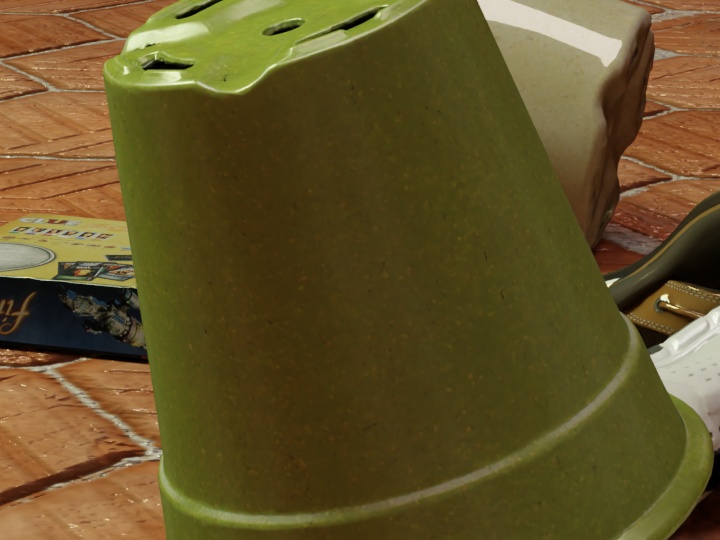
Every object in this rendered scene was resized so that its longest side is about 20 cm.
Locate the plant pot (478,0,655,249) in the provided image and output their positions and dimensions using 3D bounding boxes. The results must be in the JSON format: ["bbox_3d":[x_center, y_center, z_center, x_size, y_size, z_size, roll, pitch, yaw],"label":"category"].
[{"bbox_3d":[0.055,-0.097,1.605,0.182,0.202,0.200,15,15,12],"label":"plant pot"}]

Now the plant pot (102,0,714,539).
[{"bbox_3d":[0.000,0.000,0.994,0.199,0.191,0.200,-14,20,5],"label":"plant pot"}]

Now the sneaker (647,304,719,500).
[{"bbox_3d":[0.130,0.063,1.154,0.199,0.074,0.080,-12,28,-28],"label":"sneaker"}]

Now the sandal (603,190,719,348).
[{"bbox_3d":[0.138,0.019,1.237,0.199,0.055,0.082,-25,-40,28],"label":"sandal"}]

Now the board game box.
[{"bbox_3d":[-0.095,0.009,1.421,0.199,0.035,0.135,5,13,19],"label":"board game box"}]
